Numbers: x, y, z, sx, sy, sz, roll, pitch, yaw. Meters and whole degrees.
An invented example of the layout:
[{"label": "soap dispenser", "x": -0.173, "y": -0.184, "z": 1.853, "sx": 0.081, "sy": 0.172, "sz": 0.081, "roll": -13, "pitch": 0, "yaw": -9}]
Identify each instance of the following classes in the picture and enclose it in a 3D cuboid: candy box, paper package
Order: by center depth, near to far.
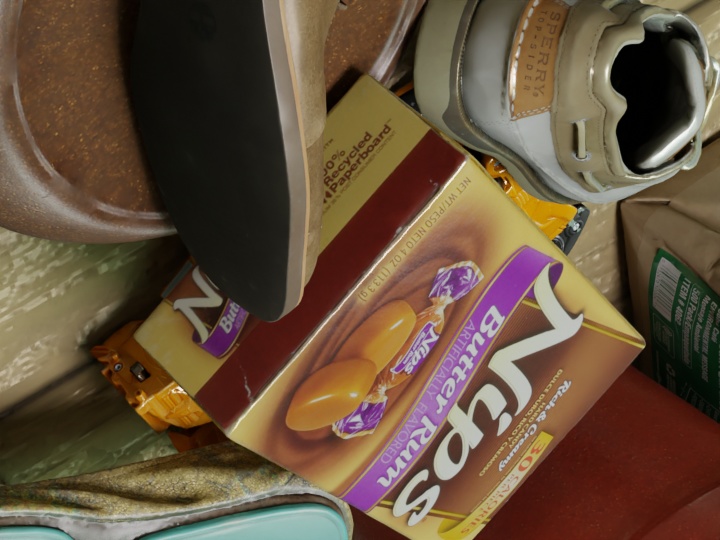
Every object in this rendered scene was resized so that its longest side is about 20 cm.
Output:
[{"label": "candy box", "x": 0.019, "y": 0.025, "z": 0.749, "sx": 0.117, "sy": 0.056, "sz": 0.200, "roll": -49, "pitch": 151, "yaw": 2}, {"label": "paper package", "x": 0.227, "y": 0.018, "z": 1.007, "sx": 0.191, "sy": 0.103, "sz": 0.200, "roll": -33, "pitch": 139, "yaw": -19}]

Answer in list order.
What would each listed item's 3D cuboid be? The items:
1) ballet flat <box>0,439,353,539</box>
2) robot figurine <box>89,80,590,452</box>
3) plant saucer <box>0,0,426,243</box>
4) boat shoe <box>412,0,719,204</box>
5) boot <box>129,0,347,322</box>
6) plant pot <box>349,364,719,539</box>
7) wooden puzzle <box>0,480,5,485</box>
[{"label": "ballet flat", "x": -0.101, "y": 0.097, "z": 0.748, "sx": 0.200, "sy": 0.071, "sz": 0.071, "roll": -7, "pitch": 127, "yaw": -25}, {"label": "robot figurine", "x": 0.000, "y": 0.000, "z": 0.815, "sx": 0.200, "sy": 0.058, "sz": 0.145, "roll": -41, "pitch": 141, "yaw": -8}, {"label": "plant saucer", "x": -0.047, "y": -0.087, "z": 0.642, "sx": 0.200, "sy": 0.034, "sz": 0.200, "roll": -25, "pitch": 137, "yaw": -26}, {"label": "boat shoe", "x": 0.090, "y": -0.058, "z": 0.755, "sx": 0.200, "sy": 0.068, "sz": 0.075, "roll": 3, "pitch": 97, "yaw": -63}, {"label": "boot", "x": -0.022, "y": -0.074, "z": 0.601, "sx": 0.075, "sy": 0.074, "sz": 0.200, "roll": -33, "pitch": 137, "yaw": -34}, {"label": "plant pot", "x": 0.103, "y": 0.129, "z": 0.909, "sx": 0.201, "sy": 0.195, "sz": 0.201, "roll": -25, "pitch": 136, "yaw": -26}, {"label": "wooden puzzle", "x": -0.192, "y": 0.161, "z": 0.779, "sx": 0.200, "sy": 0.046, "sz": 0.185, "roll": -42, "pitch": 141, "yaw": -8}]
